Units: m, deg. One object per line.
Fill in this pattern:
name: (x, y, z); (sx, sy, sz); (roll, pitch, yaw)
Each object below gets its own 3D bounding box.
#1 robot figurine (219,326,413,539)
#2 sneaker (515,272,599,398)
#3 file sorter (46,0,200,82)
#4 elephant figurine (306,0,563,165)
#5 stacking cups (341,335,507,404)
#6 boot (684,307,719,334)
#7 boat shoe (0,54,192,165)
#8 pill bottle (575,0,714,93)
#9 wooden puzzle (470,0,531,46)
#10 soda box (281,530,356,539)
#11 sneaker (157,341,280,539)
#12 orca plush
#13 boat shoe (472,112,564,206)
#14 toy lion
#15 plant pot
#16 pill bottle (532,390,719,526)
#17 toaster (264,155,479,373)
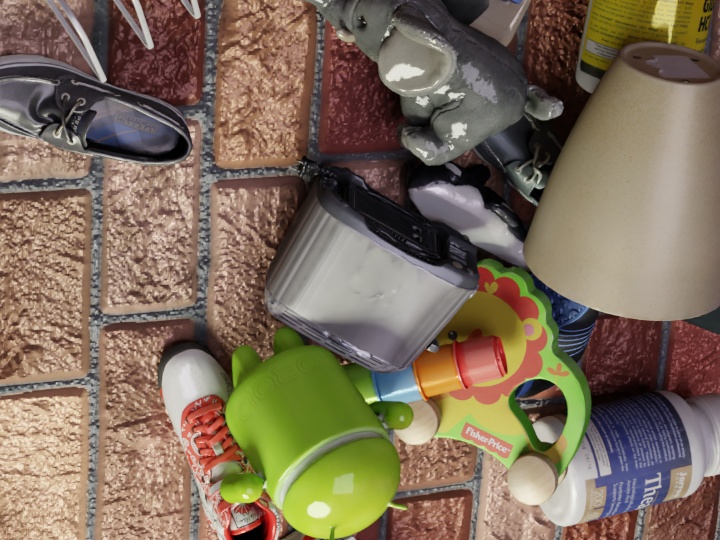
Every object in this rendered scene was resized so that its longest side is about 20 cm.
robot figurine: (-0.042, 0.148, 1.659); (0.175, 0.200, 0.116); (-24, 148, -20)
sneaker: (0.193, 0.043, 1.815); (0.078, 0.070, 0.200); (-12, 143, -47)
file sorter: (-0.164, -0.264, 1.489); (0.200, 0.139, 0.125); (-35, 78, -7)
elephant figurine: (0.050, -0.198, 1.629); (0.155, 0.142, 0.200); (-31, 125, 1)
stacking cups: (0.035, 0.096, 1.751); (0.199, 0.061, 0.061); (-16, 119, 10)
boot: (0.330, -0.039, 1.854); (0.168, 0.076, 0.201); (11, 113, -23)
boat shoe: (-0.231, -0.126, 1.584); (0.199, 0.066, 0.070); (17, 104, -28)
pill bottle: (0.266, -0.256, 1.717); (0.112, 0.112, 0.201); (0, 111, -23)
wooden puzzle: (0.103, -0.309, 1.663); (0.185, 0.046, 0.200); (24, 100, -30)
soda box: (-0.004, 0.334, 1.875); (0.068, 0.063, 0.200); (-32, 120, -6)
sneaker: (-0.124, 0.168, 1.728); (0.067, 0.108, 0.202); (-20, 117, -14)
orca plush: (0.123, -0.065, 1.762); (0.200, 0.105, 0.071); (24, 69, -26)
boat shoe: (0.168, -0.101, 1.768); (0.073, 0.062, 0.200); (-46, 121, 0)
toy lion: (0.128, 0.094, 1.781); (0.199, 0.069, 0.192); (27, 107, 13)
plant pot: (0.252, -0.089, 1.650); (0.187, 0.187, 0.201); (-3, 120, -22)
pill bottle: (0.276, 0.183, 1.904); (0.199, 0.111, 0.111); (-11, 115, -18)
toaster: (0.000, 0.000, 1.694); (0.200, 0.114, 0.129); (28, 110, -13)
